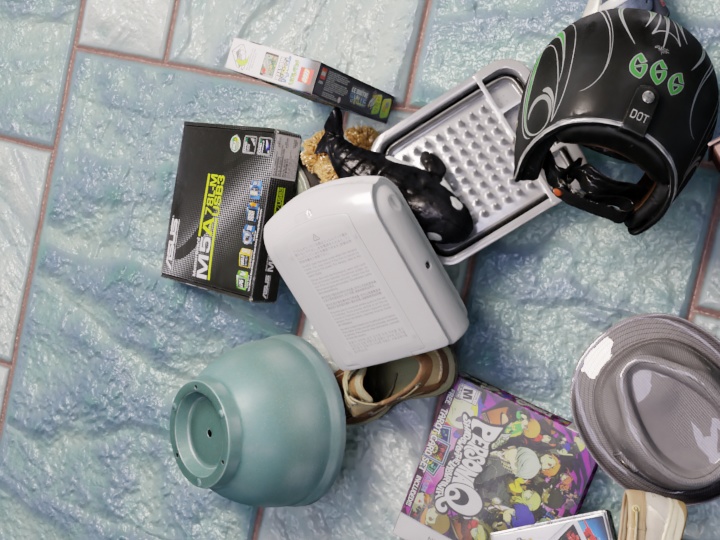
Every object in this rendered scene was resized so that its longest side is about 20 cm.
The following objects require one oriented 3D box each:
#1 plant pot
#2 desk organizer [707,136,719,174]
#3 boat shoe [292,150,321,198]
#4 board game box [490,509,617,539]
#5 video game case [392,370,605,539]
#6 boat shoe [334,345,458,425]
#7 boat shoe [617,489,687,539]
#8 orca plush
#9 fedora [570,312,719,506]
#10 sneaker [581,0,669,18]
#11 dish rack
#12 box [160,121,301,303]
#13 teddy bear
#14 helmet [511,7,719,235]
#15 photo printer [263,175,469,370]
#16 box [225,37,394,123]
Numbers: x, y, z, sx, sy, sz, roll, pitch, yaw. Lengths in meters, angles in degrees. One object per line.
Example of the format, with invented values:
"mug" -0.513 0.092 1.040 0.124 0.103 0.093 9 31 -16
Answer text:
"plant pot" -0.130 0.177 1.185 0.200 0.134 0.202 2 93 47
"desk organizer" 0.371 -0.094 0.964 0.072 0.200 0.077 -30 83 17
"boat shoe" -0.044 -0.062 1.231 0.202 0.060 0.072 64 146 15
"board game box" 0.213 0.355 1.057 0.126 0.035 0.201 -16 70 19
"video game case" 0.150 0.238 1.145 0.181 0.036 0.201 24 98 22
"boat shoe" 0.014 0.124 1.175 0.200 0.074 0.076 -27 71 35
"boat shoe" 0.250 0.305 0.998 0.069 0.074 0.201 20 66 10
"orca plush" 0.031 -0.101 1.101 0.105 0.071 0.200 -40 75 4
"fedora" 0.303 0.139 1.032 0.177 0.090 0.200 -35 78 7
"sneaker" 0.280 -0.295 1.073 0.084 0.075 0.201 15 112 22
"dish rack" 0.128 -0.114 1.141 0.199 0.044 0.172 -31 77 5
"box" -0.159 -0.074 1.255 0.193 0.047 0.201 13 95 44
"teddy bear" 0.004 -0.077 1.177 0.067 0.144 0.201 136 136 -57
"helmet" 0.243 -0.151 0.997 0.199 0.200 0.191 6 53 24
"photo printer" 0.000 0.000 1.094 0.166 0.069 0.201 -18 111 37
"box" -0.050 -0.208 1.157 0.110 0.200 0.035 21 97 24
